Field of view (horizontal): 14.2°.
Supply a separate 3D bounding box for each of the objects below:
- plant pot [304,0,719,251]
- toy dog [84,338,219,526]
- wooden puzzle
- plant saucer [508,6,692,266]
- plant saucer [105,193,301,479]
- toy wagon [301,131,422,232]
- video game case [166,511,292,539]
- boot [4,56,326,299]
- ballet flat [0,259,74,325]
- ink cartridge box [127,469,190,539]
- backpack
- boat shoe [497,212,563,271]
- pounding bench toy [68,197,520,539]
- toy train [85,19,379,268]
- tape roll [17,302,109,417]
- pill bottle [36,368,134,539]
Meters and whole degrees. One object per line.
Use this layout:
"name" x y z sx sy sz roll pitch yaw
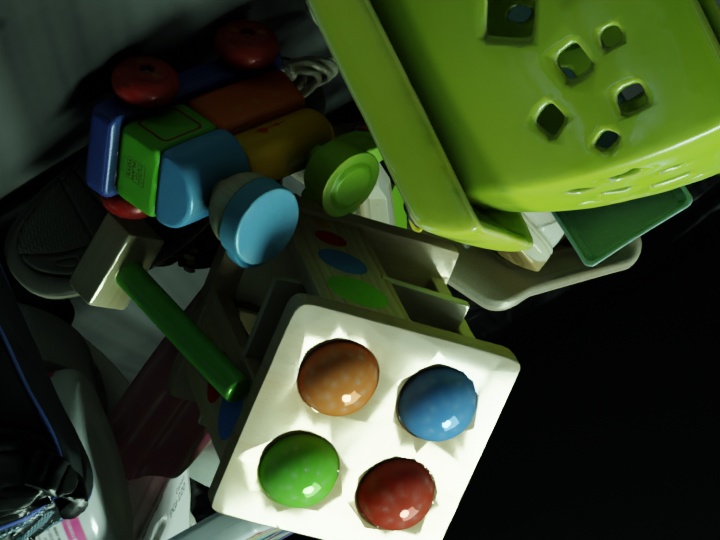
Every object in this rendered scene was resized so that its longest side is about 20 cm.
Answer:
"plant pot" 0.091 -0.118 1.499 0.181 0.200 0.199 -28 172 10
"toy dog" -0.147 0.079 1.828 0.132 0.200 0.096 -44 -164 41
"wooden puzzle" 0.071 -0.050 1.839 0.200 0.185 0.037 -20 140 -58
"plant saucer" 0.106 -0.097 1.611 0.070 0.200 0.019 -32 158 2
"plant saucer" -0.081 0.047 1.689 0.201 0.051 0.201 -53 178 -3
"toy wagon" 0.000 0.000 1.667 0.040 0.155 0.200 0 -155 13
"video game case" -0.078 0.151 1.600 0.182 0.024 0.200 -31 173 28
"boot" -0.112 -0.034 1.631 0.200 0.073 0.151 -38 172 -16
"ballet flat" -0.232 0.064 1.707 0.073 0.073 0.200 -21 163 -49
"ink cartridge box" -0.218 0.162 1.756 0.146 0.200 0.085 -66 159 -50
"backpack" -0.251 0.086 1.450 0.200 0.183 0.147 -27 170 0
"boat shoe" 0.062 -0.087 1.692 0.069 0.200 0.074 -48 -145 -11
"pounding bench toy" -0.044 0.048 1.480 0.156 0.200 0.124 -116 -135 -61
"toy train" -0.033 -0.070 1.489 0.200 0.116 0.085 -24 137 -40
"tape roll" -0.245 0.081 1.632 0.202 0.037 0.203 -11 150 -7
"pill bottle" -0.233 0.132 1.573 0.200 0.114 0.113 -16 172 5
